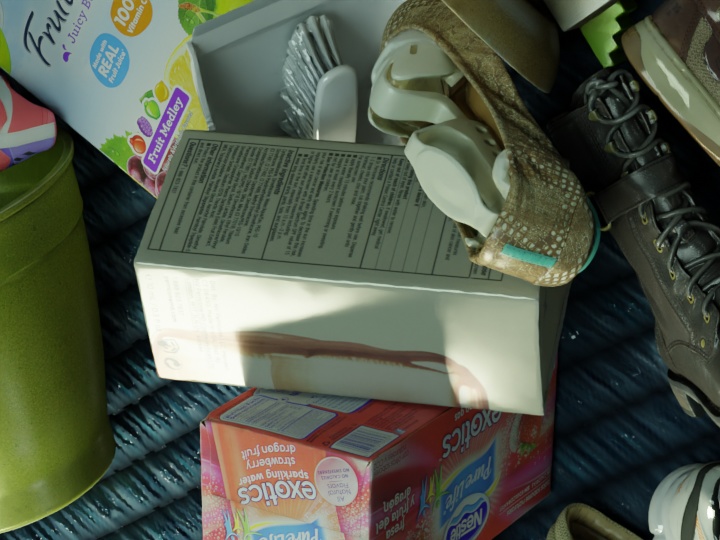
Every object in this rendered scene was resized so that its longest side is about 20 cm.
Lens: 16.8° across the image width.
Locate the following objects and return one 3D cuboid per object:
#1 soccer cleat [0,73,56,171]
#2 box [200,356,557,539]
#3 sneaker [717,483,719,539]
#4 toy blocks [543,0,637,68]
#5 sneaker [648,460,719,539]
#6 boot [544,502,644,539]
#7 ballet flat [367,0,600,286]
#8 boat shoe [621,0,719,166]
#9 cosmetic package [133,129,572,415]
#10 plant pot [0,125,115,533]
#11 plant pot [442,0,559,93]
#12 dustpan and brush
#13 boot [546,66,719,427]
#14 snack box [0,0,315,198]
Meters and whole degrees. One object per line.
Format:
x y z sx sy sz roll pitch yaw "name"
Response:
-0.237 -0.094 1.404 0.200 0.073 0.069 -149 55 -61 "soccer cleat"
0.013 0.095 1.248 0.102 0.200 0.095 12 112 28 "box"
0.257 0.137 1.122 0.202 0.146 0.077 35 142 32 "sneaker"
0.119 -0.215 1.156 0.136 0.100 0.200 -32 87 24 "toy blocks"
0.219 0.180 1.209 0.200 0.074 0.080 51 163 6 "sneaker"
0.141 0.238 1.292 0.200 0.073 0.156 49 125 21 "boot"
0.043 -0.070 1.146 0.200 0.065 0.071 54 129 43 "ballet flat"
0.213 -0.058 1.148 0.072 0.072 0.200 -42 93 13 "boat shoe"
0.000 0.000 1.200 0.199 0.104 0.087 6 135 13 "cosmetic package"
-0.231 0.043 1.407 0.200 0.200 0.194 -2 117 32 "plant pot"
0.031 -0.166 1.166 0.027 0.200 0.200 -44 80 9 "plant pot"
-0.016 -0.064 1.285 0.057 0.139 0.200 53 158 33 "dustpan and brush"
0.151 -0.016 1.159 0.175 0.069 0.200 62 166 -4 "boot"
-0.115 -0.151 1.329 0.200 0.068 0.169 39 123 17 "snack box"
